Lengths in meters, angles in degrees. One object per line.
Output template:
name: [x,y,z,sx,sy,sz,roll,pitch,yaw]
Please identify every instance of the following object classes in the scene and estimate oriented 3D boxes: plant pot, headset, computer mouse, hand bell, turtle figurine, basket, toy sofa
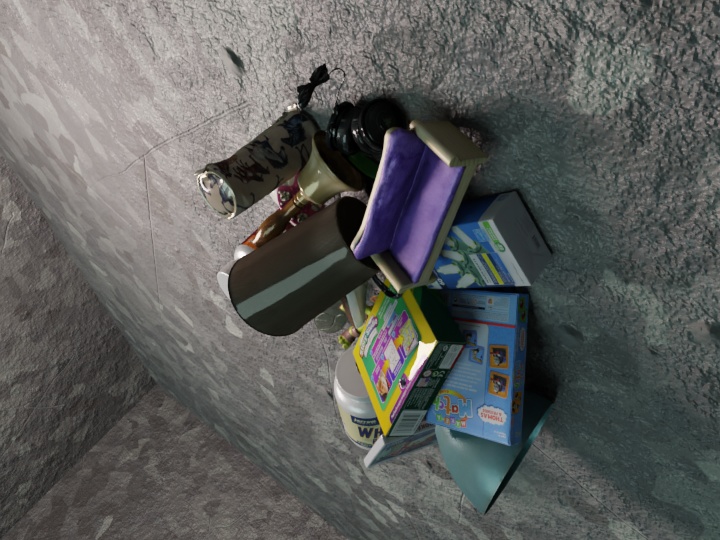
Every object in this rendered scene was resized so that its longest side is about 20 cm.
plant pot: [0.197,0.257,1.026,0.133,0.200,0.202,33,150,23]
headset: [-0.006,-0.175,0.838,0.122,0.095,0.201,11,149,46]
computer mouse: [0.022,-0.054,0.964,0.058,0.034,0.205,-25,82,43]
hand bell: [-0.095,-0.098,0.949,0.199,0.104,0.104,-39,98,27]
turtle figurine: [0.017,0.095,1.186,0.196,0.065,0.162,25,138,-10]
basket: [-0.066,-0.008,0.935,0.198,0.179,0.139,-31,78,33]
toy sofa: [0.066,-0.074,0.788,0.083,0.096,0.203,50,137,35]

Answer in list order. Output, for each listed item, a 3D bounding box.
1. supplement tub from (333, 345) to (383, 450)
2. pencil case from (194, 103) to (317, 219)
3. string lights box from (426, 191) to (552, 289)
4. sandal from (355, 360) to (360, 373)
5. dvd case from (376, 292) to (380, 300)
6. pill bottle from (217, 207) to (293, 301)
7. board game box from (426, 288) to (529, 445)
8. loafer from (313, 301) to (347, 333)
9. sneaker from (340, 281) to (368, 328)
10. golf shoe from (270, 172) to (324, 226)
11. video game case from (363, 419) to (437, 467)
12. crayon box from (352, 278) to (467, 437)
supplement tub: [0.022,0.259,1.327,0.143,0.145,0.203,27,148,29]
pencil case: [-0.146,-0.158,0.941,0.077,0.199,0.091,-11,116,53]
string lights box: [0.143,-0.034,0.859,0.104,0.059,0.198,54,152,-18]
sandal: [0.083,0.166,1.133,0.195,0.077,0.049,3,142,16]
dvd case: [0.108,0.111,1.042,0.197,0.022,0.151,1,98,43]
pill bottle: [-0.147,-0.025,1.119,0.113,0.200,0.115,31,150,21]
board game box: [0.165,0.131,0.931,0.149,0.036,0.206,4,90,45]
loafer: [-0.056,0.056,1.271,0.070,0.064,0.202,6,149,0]
sneaker: [0.000,0.000,1.055,0.073,0.083,0.205,-132,28,-57]
golf shoe: [-0.109,-0.127,1.054,0.202,0.074,0.092,56,172,28]
video game case: [0.106,0.340,1.299,0.201,0.178,0.023,107,145,-59]
crayon box: [0.066,0.118,0.985,0.203,0.057,0.174,-66,32,33]
